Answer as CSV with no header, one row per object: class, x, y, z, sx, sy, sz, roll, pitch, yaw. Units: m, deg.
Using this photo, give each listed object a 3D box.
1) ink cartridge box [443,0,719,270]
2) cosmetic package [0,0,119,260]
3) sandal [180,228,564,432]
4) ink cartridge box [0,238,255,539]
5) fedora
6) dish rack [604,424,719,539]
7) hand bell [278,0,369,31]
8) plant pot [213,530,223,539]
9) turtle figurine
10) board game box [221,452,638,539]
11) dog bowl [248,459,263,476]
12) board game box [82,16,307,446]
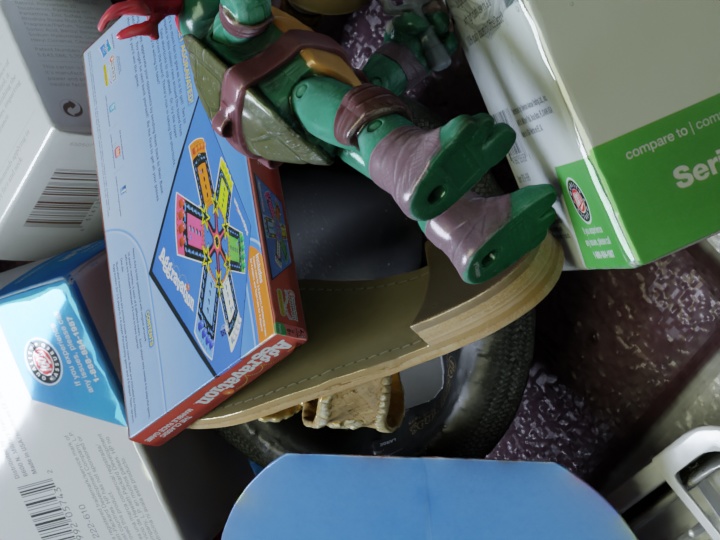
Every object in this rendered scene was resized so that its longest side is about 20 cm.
ink cartridge box,0.086,-0.106,0.827,0.147,0.083,0.200,-174,61,-84
cosmetic package,-0.176,-0.111,1.083,0.102,0.074,0.200,-52,51,39
sandal,0.005,0.041,0.898,0.212,0.078,0.070,-22,126,33
ink cartridge box,-0.173,0.079,1.026,0.200,0.085,0.145,-17,103,26
fedora,0.000,0.000,0.977,0.200,0.092,0.201,6,112,16
dish rack,0.164,0.167,0.949,0.172,0.044,0.200,54,135,10
hand bell,-0.027,-0.119,0.992,0.104,0.104,0.200,50,147,15
plant pot,-0.077,0.223,1.101,0.200,0.182,0.201,18,119,36
turtle figurine,-0.014,-0.082,0.828,0.200,0.150,0.101,46,108,30
board game box,0.036,0.135,0.969,0.200,0.039,0.158,0,124,12
dog bowl,-0.098,0.065,1.091,0.200,0.050,0.112,-8,129,21
board game box,-0.075,-0.037,0.914,0.103,0.019,0.200,-37,52,39
